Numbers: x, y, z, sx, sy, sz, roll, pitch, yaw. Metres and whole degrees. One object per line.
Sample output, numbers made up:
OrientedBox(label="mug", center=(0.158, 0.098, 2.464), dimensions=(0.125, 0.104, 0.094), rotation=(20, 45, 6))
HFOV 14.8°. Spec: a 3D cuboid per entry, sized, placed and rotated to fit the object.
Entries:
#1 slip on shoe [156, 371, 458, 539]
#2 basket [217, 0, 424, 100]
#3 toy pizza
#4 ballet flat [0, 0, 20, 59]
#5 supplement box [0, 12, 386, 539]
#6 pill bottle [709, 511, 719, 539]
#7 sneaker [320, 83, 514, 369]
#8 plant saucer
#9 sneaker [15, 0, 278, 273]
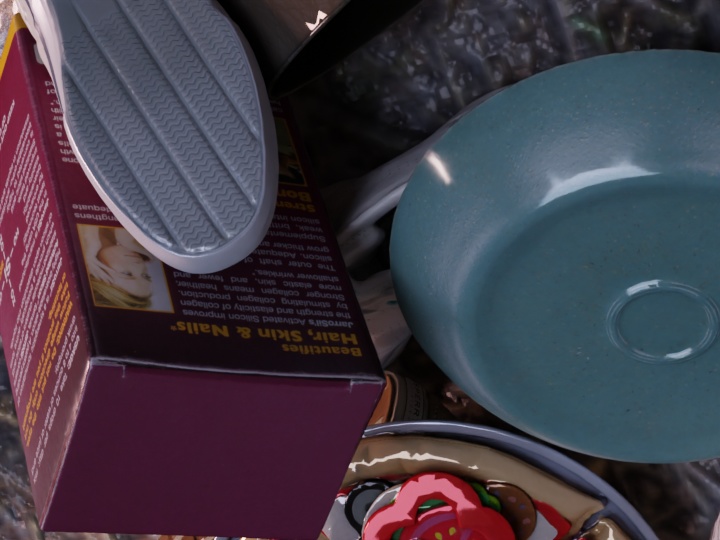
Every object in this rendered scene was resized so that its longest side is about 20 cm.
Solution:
OrientedBox(label="slip on shoe", center=(-0.024, 0.112, 1.158), dimensions=(0.061, 0.076, 0.200), rotation=(32, 128, -23))
OrientedBox(label="basket", center=(-0.029, -0.192, 0.994), dimensions=(0.180, 0.136, 0.200), rotation=(-41, 85, 33))
OrientedBox(label="toy pizza", center=(0.031, 0.152, 1.092), dimensions=(0.200, 0.032, 0.201), rotation=(3, 115, 7))
OrientedBox(label="ballet flat", center=(-0.125, -0.116, 1.113), dimensions=(0.200, 0.068, 0.067), rotation=(-38, 82, 32))
OrientedBox(label="supplement box", center=(-0.075, 0.001, 1.039), dimensions=(0.110, 0.200, 0.086), rotation=(5, 130, -21))
OrientedBox(label="pill bottle", center=(0.184, 0.094, 0.984), dimensions=(0.111, 0.111, 0.200), rotation=(29, 146, 14))
OrientedBox(label="sneaker", center=(0.000, 0.000, 1.081), dimensions=(0.075, 0.088, 0.200), rotation=(49, 124, 0))
OrientedBox(label="plant saucer", center=(0.109, 0.008, 1.003), dimensions=(0.199, 0.036, 0.200), rotation=(2, 133, 2))
OrientedBox(label="sneaker", center=(-0.079, -0.080, 1.003), dimensions=(0.073, 0.071, 0.200), rotation=(-26, 65, 1))
